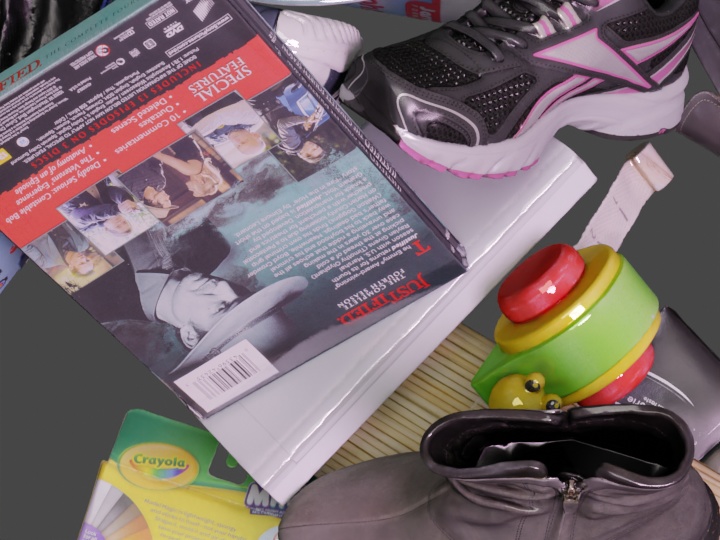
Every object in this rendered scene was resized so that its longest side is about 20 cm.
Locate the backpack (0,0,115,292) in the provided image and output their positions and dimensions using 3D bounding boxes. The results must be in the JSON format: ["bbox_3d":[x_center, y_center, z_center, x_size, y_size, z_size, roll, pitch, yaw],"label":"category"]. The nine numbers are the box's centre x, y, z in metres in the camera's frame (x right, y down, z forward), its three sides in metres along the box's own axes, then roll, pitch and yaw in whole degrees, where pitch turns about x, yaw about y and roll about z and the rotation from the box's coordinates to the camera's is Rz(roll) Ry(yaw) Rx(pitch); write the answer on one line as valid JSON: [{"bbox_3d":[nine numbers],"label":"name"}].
[{"bbox_3d":[-0.171,-0.057,1.104,0.134,0.183,0.201,22,80,-5],"label":"backpack"}]

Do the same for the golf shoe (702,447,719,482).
[{"bbox_3d":[0.124,0.160,1.070,0.097,0.078,0.201,18,98,-31],"label":"golf shoe"}]

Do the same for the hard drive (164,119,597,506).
[{"bbox_3d":[0.000,0.000,1.125,0.200,0.026,0.132,-46,39,-2],"label":"hard drive"}]

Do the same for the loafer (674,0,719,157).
[{"bbox_3d":[0.182,-0.073,1.144,0.072,0.073,0.201,-14,72,11],"label":"loafer"}]

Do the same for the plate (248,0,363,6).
[{"bbox_3d":[-0.026,-0.198,1.078,0.199,0.026,0.201,1,53,-2],"label":"plate"}]

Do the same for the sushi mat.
[{"bbox_3d":[0.072,0.092,1.078,0.200,0.012,0.096,30,80,27],"label":"sushi mat"}]

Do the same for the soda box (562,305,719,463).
[{"bbox_3d":[0.087,0.108,1.119,0.200,0.071,0.063,-43,80,-3],"label":"soda box"}]

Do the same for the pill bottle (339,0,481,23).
[{"bbox_3d":[0.014,-0.175,1.146,0.199,0.109,0.109,11,83,6],"label":"pill bottle"}]

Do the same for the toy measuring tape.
[{"bbox_3d":[0.111,0.001,1.085,0.073,0.074,0.200,31,49,7],"label":"toy measuring tape"}]

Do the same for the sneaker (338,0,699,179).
[{"bbox_3d":[0.074,-0.103,1.059,0.080,0.200,0.087,35,124,30],"label":"sneaker"}]

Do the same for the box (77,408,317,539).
[{"bbox_3d":[-0.085,0.174,1.136,0.117,0.048,0.201,18,86,7],"label":"box"}]

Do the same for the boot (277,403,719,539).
[{"bbox_3d":[0.046,0.086,1.006,0.199,0.131,0.068,-6,66,16],"label":"boot"}]

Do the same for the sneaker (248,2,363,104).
[{"bbox_3d":[-0.056,-0.038,1.084,0.079,0.199,0.130,12,78,-18],"label":"sneaker"}]

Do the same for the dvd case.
[{"bbox_3d":[-0.066,-0.029,1.027,0.146,0.200,0.022,-30,38,17],"label":"dvd case"}]
